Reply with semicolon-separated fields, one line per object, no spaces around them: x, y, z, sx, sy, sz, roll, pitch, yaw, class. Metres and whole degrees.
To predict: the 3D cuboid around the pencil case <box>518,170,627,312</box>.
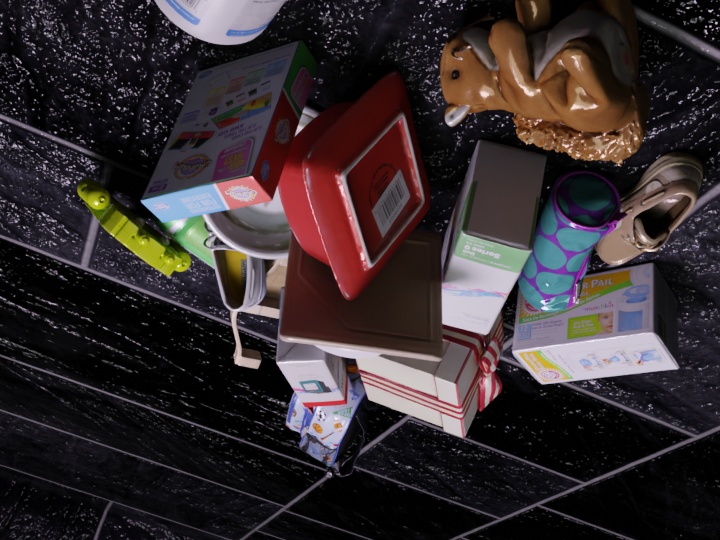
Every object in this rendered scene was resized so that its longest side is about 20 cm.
0.258;-0.031;1.068;0.092;0.085;0.200;42;155;22;pencil case

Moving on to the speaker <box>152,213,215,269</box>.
-0.193;-0.045;1.220;0.088;0.089;0.200;-19;135;40;speaker

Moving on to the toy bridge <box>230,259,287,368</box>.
-0.144;0.049;1.208;0.067;0.027;0.200;13;118;-22;toy bridge

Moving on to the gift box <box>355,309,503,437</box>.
0.118;0.102;1.246;0.186;0.200;0.185;18;154;23;gift box

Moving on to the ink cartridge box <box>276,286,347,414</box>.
-0.060;0.117;1.215;0.067;0.117;0.200;-5;150;9;ink cartridge box

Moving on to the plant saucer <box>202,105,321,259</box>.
-0.105;-0.115;1.062;0.199;0.050;0.201;-4;113;-9;plant saucer

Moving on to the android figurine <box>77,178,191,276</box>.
-0.313;-0.057;1.198;0.182;0.041;0.200;42;175;-34;android figurine

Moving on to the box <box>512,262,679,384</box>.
0.322;0.077;1.184;0.199;0.113;0.101;-13;140;33;box

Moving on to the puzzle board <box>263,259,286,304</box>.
-0.072;0.006;1.227;0.199;0.017;0.151;16;117;-25;puzzle board

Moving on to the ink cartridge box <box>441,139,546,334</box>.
0.151;-0.035;1.050;0.087;0.146;0.200;14;148;2;ink cartridge box

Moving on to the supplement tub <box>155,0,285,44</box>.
-0.098;-0.305;0.755;0.132;0.132;0.200;28;144;-21;supplement tub

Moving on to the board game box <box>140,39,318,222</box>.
-0.140;-0.152;0.936;0.153;0.201;0.040;-7;141;31;board game box

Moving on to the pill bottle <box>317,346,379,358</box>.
0.000;0.000;1.110;0.119;0.201;0.120;10;147;7;pill bottle

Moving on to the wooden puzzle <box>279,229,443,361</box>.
0.004;0.019;1.004;0.184;0.200;0.037;8;138;-7;wooden puzzle

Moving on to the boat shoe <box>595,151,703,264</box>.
0.334;-0.057;1.023;0.071;0.065;0.200;16;147;-3;boat shoe

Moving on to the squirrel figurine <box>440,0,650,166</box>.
0.176;-0.175;0.847;0.186;0.142;0.200;-5;141;37;squirrel figurine

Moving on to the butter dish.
-0.029;-0.102;0.977;0.147;0.200;0.200;12;136;33;butter dish

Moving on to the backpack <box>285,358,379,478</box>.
-0.034;0.225;1.495;0.154;0.200;0.191;29;143;1;backpack

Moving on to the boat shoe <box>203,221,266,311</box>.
-0.172;-0.043;1.123;0.074;0.086;0.203;0;101;14;boat shoe
